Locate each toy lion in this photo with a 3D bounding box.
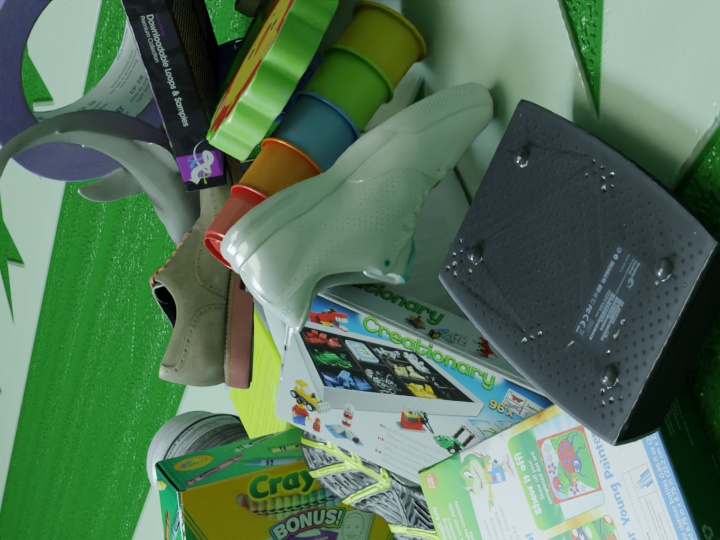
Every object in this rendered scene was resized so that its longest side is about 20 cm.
[{"bbox_3d":[-0.057,-0.156,1.221,0.192,0.069,0.200,-67,13,-21],"label":"toy lion"}]

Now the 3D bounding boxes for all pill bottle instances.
[{"bbox_3d":[-0.114,0.192,1.586,0.200,0.116,0.116,-161,61,-64],"label":"pill bottle"}]

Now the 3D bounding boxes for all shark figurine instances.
[{"bbox_3d":[-0.177,-0.084,1.318,0.089,0.214,0.128,24,97,49],"label":"shark figurine"}]

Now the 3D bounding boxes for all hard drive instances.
[{"bbox_3d":[0.125,-0.002,0.991,0.200,0.042,0.135,46,116,52],"label":"hard drive"}]

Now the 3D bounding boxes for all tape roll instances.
[{"bbox_3d":[-0.215,-0.171,1.348,0.066,0.200,0.200,31,131,40],"label":"tape roll"}]

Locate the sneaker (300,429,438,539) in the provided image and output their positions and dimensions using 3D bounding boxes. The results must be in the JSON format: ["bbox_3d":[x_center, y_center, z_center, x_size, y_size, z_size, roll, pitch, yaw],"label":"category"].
[{"bbox_3d":[0.053,0.153,1.239,0.200,0.076,0.075,40,135,20],"label":"sneaker"}]

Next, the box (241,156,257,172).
[{"bbox_3d":[-0.067,-0.016,1.465,0.200,0.049,0.160,0,103,66],"label":"box"}]

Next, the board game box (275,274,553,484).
[{"bbox_3d":[0.043,0.082,1.144,0.200,0.035,0.126,24,132,16],"label":"board game box"}]

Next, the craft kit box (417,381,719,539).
[{"bbox_3d":[0.136,0.178,1.033,0.197,0.048,0.200,-31,71,42],"label":"craft kit box"}]

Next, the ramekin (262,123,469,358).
[{"bbox_3d":[0.000,0.000,1.259,0.200,0.098,0.201,41,138,53],"label":"ramekin"}]

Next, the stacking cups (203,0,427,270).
[{"bbox_3d":[-0.030,-0.084,1.177,0.060,0.200,0.061,29,162,10],"label":"stacking cups"}]

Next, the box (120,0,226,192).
[{"bbox_3d":[-0.135,-0.177,1.272,0.143,0.036,0.200,-94,-8,-52],"label":"box"}]

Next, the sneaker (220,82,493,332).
[{"bbox_3d":[0.015,-0.037,1.117,0.089,0.200,0.075,52,168,9],"label":"sneaker"}]

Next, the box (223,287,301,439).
[{"bbox_3d":[-0.080,0.054,1.408,0.200,0.048,0.122,59,150,36],"label":"box"}]

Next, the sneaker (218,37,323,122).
[{"bbox_3d":[-0.083,-0.154,1.419,0.200,0.078,0.070,6,105,43],"label":"sneaker"}]

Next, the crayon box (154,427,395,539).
[{"bbox_3d":[-0.047,0.182,1.324,0.058,0.200,0.119,-147,49,-60],"label":"crayon box"}]

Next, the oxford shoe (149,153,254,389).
[{"bbox_3d":[-0.115,-0.008,1.285,0.071,0.075,0.200,95,173,-55],"label":"oxford shoe"}]
